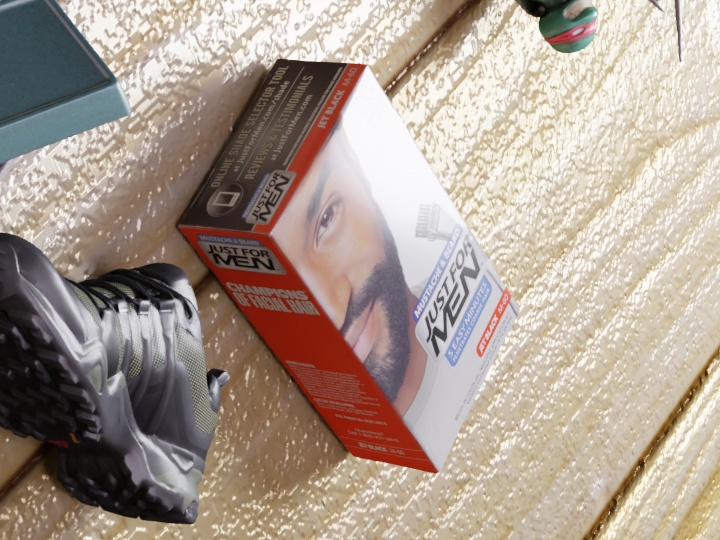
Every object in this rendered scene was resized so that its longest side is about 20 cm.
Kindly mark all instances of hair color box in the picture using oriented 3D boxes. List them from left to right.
[{"bbox_3d":[0.000,0.000,1.194,0.200,0.064,0.111,54,54,-41],"label":"hair color box"}]

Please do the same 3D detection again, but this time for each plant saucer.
[{"bbox_3d":[-0.183,-0.059,0.901,0.200,0.070,0.019,-24,156,-36],"label":"plant saucer"}]

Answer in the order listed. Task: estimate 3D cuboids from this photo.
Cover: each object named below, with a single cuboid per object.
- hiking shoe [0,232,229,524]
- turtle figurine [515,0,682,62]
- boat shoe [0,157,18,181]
[{"bbox_3d":[-0.120,0.030,1.040,0.200,0.075,0.101,60,40,-50],"label":"hiking shoe"},{"bbox_3d":[0.111,-0.195,1.287,0.150,0.100,0.201,-34,107,-63],"label":"turtle figurine"},{"bbox_3d":[-0.192,-0.025,0.926,0.200,0.065,0.072,-47,130,-39],"label":"boat shoe"}]
